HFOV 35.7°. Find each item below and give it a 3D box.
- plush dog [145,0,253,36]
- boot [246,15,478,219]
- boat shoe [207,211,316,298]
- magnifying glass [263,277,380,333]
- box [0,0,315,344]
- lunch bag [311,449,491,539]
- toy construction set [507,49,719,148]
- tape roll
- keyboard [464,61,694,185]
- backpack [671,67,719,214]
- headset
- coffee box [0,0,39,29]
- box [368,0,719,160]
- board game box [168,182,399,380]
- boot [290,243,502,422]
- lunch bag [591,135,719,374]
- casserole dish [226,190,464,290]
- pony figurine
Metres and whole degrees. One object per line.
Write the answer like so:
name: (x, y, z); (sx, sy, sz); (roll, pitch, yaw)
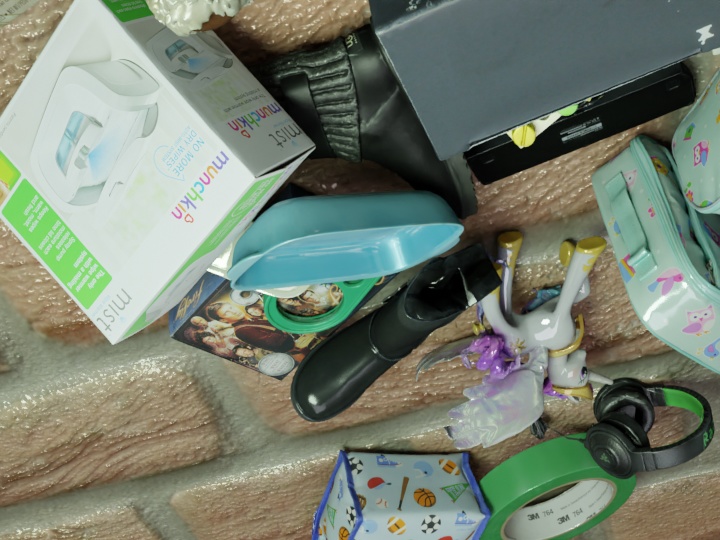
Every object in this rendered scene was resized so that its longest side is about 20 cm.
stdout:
plush dog: (-0.083, -0.261, 0.661); (0.171, 0.200, 0.160); (-39, 108, 23)
boot: (-0.006, -0.100, 0.896); (0.157, 0.080, 0.212); (-24, 128, 9)
boat shoe: (-0.131, -0.036, 0.937); (0.200, 0.060, 0.073); (25, 94, -3)
magnifying glass: (0.000, 0.000, 1.002); (0.199, 0.023, 0.080); (-27, 134, 20)
box: (-0.163, -0.080, 0.821); (0.177, 0.097, 0.200); (49, 123, 3)
lunch bag: (0.036, 0.308, 1.315); (0.168, 0.124, 0.201); (4, 129, -16)
toy construction set: (0.188, -0.182, 0.834); (0.198, 0.092, 0.132); (-20, 113, 1)
tape roll: (0.227, 0.268, 1.329); (0.199, 0.048, 0.201); (-15, 144, -11)
keyboard: (0.178, -0.136, 0.936); (0.198, 0.040, 0.104); (-22, 159, 12)
backpack: (0.348, -0.089, 0.882); (0.152, 0.201, 0.176); (11, 135, -20)
headset: (0.278, 0.160, 1.212); (0.198, 0.124, 0.095); (-8, 115, 25)
coffee box: (-0.288, -0.243, 0.695); (0.114, 0.080, 0.200); (-29, 134, 20)
box: (0.105, -0.206, 0.714); (0.195, 0.201, 0.118); (-21, 136, 13)
board game box: (-0.070, 0.017, 1.046); (0.135, 0.035, 0.200); (25, 128, -31)
boot: (0.025, 0.059, 0.984); (0.066, 0.165, 0.200); (49, 158, -3)
lunch bag: (0.277, -0.014, 0.950); (0.160, 0.201, 0.077); (31, 123, -33)
casserole dish: (-0.013, -0.026, 0.866); (0.198, 0.039, 0.121); (-7, 163, -32)
pony figurine: (0.151, 0.067, 1.072); (0.191, 0.167, 0.201); (-13, 123, -6)
